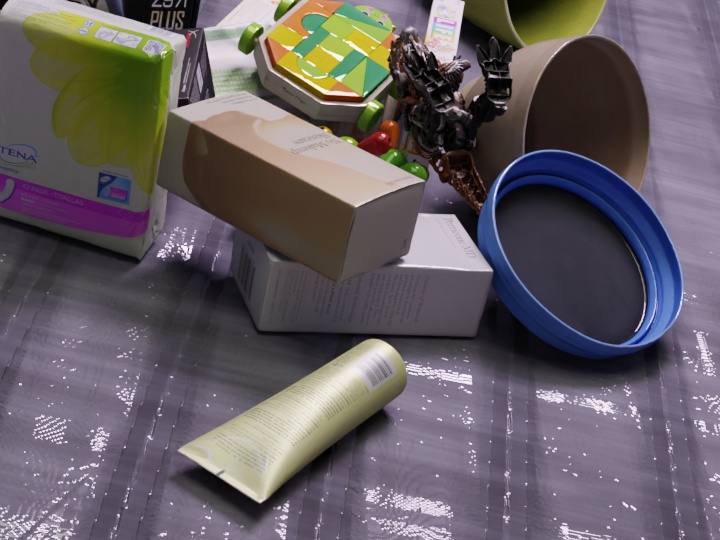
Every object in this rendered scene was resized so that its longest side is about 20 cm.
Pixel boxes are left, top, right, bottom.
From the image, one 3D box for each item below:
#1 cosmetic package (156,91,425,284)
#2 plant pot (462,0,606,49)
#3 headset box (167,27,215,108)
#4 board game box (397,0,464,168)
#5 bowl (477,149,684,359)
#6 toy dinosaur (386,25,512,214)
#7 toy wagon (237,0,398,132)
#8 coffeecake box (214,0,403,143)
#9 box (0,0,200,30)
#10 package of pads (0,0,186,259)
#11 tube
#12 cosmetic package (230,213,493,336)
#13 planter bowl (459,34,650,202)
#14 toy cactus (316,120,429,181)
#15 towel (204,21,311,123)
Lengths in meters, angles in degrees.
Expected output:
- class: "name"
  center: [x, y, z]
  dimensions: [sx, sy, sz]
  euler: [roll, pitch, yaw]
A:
- class: "cosmetic package"
  center: [-0.058, -0.072, 1.409]
  dimensions: [0.200, 0.071, 0.105]
  euler: [27, 29, 27]
- class: "plant pot"
  center: [0.175, -0.371, 2.137]
  dimensions: [0.187, 0.188, 0.200]
  euler: [-12, 22, -39]
- class: "headset box"
  center: [-0.240, -0.150, 1.567]
  dimensions: [0.199, 0.077, 0.149]
  euler: [-6, 32, 4]
- class: "board game box"
  center: [0.070, -0.185, 1.760]
  dimensions: [0.034, 0.135, 0.200]
  euler: [13, 28, 0]
- class: "bowl"
  center: [0.191, -0.012, 1.508]
  dimensions: [0.200, 0.039, 0.201]
  euler: [17, 52, -23]
- class: "toy dinosaur"
  center: [0.083, -0.142, 1.576]
  dimensions: [0.102, 0.136, 0.200]
  euler: [-34, 75, -28]
- class: "toy wagon"
  center: [-0.021, -0.220, 1.714]
  dimensions: [0.155, 0.040, 0.200]
  euler: [34, 45, 8]
- class: "coffeecake box"
  center: [-0.052, -0.213, 1.821]
  dimensions: [0.199, 0.073, 0.154]
  euler: [18, 30, 8]
- class: "box"
  center: [-0.269, -0.264, 1.725]
  dimensions: [0.199, 0.164, 0.086]
  euler: [-3, 31, -29]
- class: "package of pads"
  center: [-0.235, -0.123, 1.439]
  dimensions: [0.154, 0.200, 0.068]
  euler: [17, 33, 8]
- class: "tube"
  center: [-0.042, 0.110, 1.268]
  dimensions: [0.058, 0.052, 0.200]
  euler: [-19, 8, 41]
- class: "cosmetic package"
  center: [0.000, 0.000, 1.456]
  dimensions: [0.199, 0.074, 0.102]
  euler: [0, 31, -21]
- class: "planter bowl"
  center: [0.168, -0.127, 1.663]
  dimensions: [0.135, 0.201, 0.200]
  euler: [7, 17, 44]
- class: "toy cactus"
  center: [-0.024, -0.077, 1.533]
  dimensions: [0.165, 0.103, 0.200]
  euler: [-15, -7, 7]
- class: "towel"
  center: [-0.128, -0.167, 1.672]
  dimensions: [0.149, 0.031, 0.200]
  euler: [-9, 50, -15]
